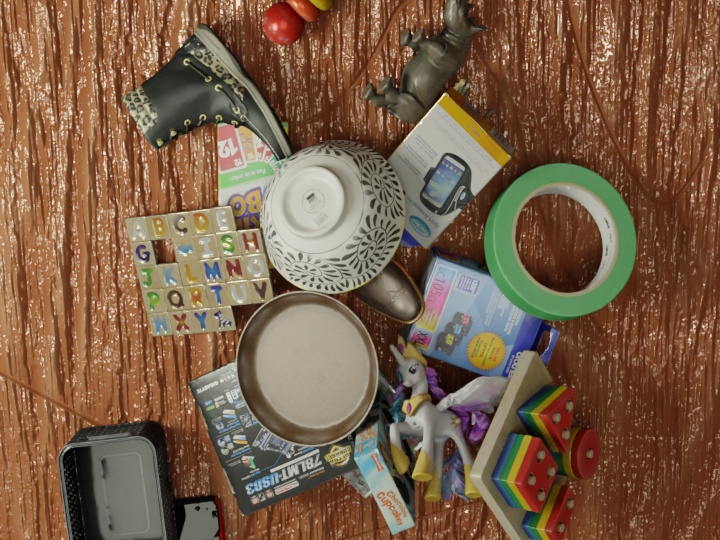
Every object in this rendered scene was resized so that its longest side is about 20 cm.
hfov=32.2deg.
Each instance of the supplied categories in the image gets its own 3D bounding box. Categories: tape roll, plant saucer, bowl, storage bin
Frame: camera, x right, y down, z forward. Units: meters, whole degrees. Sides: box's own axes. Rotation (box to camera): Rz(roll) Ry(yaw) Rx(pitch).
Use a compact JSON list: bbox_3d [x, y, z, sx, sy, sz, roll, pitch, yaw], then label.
[{"bbox_3d":[0.263,-0.037,1.644,0.197,0.048,0.204,2,80,-10],"label":"tape roll"},{"bbox_3d":[-0.066,0.127,1.624,0.197,0.032,0.204,1,95,18],"label":"plant saucer"},{"bbox_3d":[-0.049,-0.077,1.575,0.197,0.094,0.205,-3,80,16],"label":"bowl"},{"bbox_3d":[-0.332,0.320,1.722,0.133,0.094,0.204,-6,96,0],"label":"storage bin"}]

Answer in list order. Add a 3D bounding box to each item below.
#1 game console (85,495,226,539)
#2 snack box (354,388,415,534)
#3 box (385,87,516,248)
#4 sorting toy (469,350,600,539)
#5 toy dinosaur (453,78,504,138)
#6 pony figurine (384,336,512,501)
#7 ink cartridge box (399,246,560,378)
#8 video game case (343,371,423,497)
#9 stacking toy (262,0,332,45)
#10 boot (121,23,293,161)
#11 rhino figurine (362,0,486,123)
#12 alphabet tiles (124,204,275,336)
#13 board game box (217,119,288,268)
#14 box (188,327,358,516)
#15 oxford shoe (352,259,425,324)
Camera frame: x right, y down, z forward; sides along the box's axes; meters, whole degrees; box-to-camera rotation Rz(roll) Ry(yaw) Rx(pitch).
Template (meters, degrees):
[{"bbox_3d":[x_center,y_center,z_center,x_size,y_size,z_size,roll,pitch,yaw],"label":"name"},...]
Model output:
[{"bbox_3d":[-0.288,0.419,1.798,0.196,0.031,0.180,-7,98,-1],"label":"game console"},{"bbox_3d":[0.034,0.248,1.653,0.037,0.200,0.117,-24,105,9],"label":"snack box"},{"bbox_3d":[0.095,-0.124,1.630,0.119,0.041,0.200,44,120,1],"label":"box"},{"bbox_3d":[0.245,0.247,1.651,0.069,0.200,0.201,4,142,37],"label":"sorting toy"},{"bbox_3d":[0.132,-0.156,1.657,0.100,0.058,0.203,23,115,10],"label":"toy dinosaur"},{"bbox_3d":[0.110,0.199,1.641,0.192,0.203,0.166,24,139,-38],"label":"pony figurine"},{"bbox_3d":[0.169,0.066,1.696,0.197,0.076,0.138,18,103,-8],"label":"ink cartridge box"},{"bbox_3d":[-0.010,0.205,1.753,0.143,0.018,0.200,-43,101,9],"label":"video game case"},{"bbox_3d":[-0.046,-0.364,1.582,0.085,0.086,0.200,41,106,-11],"label":"stacking toy"},{"bbox_3d":[-0.195,-0.193,1.601,0.153,0.073,0.205,-37,87,0],"label":"boot"},{"bbox_3d":[0.094,-0.279,1.611,0.087,0.060,0.201,31,101,-29],"label":"rhino figurine"},{"bbox_3d":[-0.211,0.002,1.665,0.197,0.008,0.170,-5,105,23],"label":"alphabet tiles"},{"bbox_3d":[-0.143,-0.099,1.669,0.094,0.030,0.204,1,107,-1],"label":"board game box"},{"bbox_3d":[-0.110,0.203,1.686,0.198,0.050,0.201,-25,88,19],"label":"box"},{"bbox_3d":[0.000,0.000,1.643,0.199,0.073,0.072,40,101,10],"label":"oxford shoe"}]
